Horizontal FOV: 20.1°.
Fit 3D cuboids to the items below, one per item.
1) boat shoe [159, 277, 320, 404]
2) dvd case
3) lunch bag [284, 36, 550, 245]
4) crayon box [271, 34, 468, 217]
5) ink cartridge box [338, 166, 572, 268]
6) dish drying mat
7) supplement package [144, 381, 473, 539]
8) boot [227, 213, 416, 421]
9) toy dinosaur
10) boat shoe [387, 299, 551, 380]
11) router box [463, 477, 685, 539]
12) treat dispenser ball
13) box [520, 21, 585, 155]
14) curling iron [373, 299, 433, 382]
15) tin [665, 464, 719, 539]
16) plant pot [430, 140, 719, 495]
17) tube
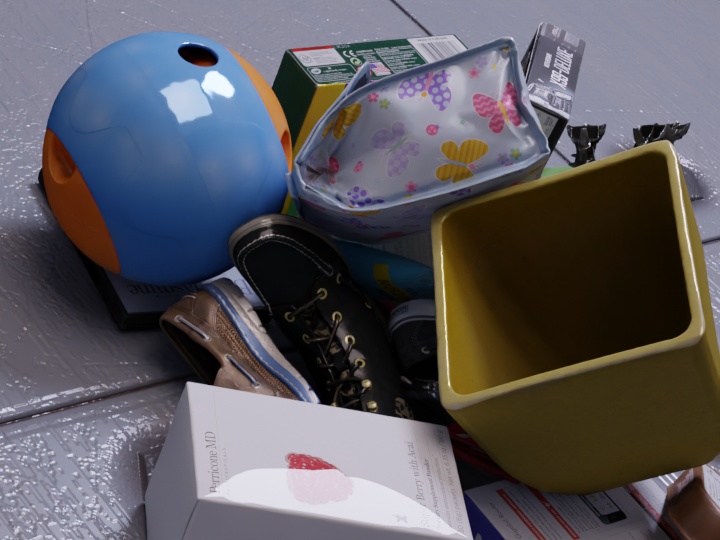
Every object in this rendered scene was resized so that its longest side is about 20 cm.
[{"bbox_3d":[-0.087,0.099,1.558,0.072,0.072,0.200,-24,59,-24],"label":"boat shoe"},{"bbox_3d":[-0.174,-0.023,1.712,0.142,0.018,0.200,-2,41,-34],"label":"dvd case"},{"bbox_3d":[0.038,-0.095,1.603,0.199,0.170,0.128,-19,81,0],"label":"lunch bag"},{"bbox_3d":[-0.004,-0.118,1.804,0.199,0.173,0.058,-10,48,-40],"label":"crayon box"},{"bbox_3d":[0.088,-0.040,1.737,0.198,0.060,0.104,-2,26,14],"label":"ink cartridge box"},{"bbox_3d":[0.130,0.117,1.643,0.076,0.018,0.200,21,23,16],"label":"dish drying mat"},{"bbox_3d":[-0.040,0.174,1.425,0.199,0.120,0.122,11,36,-18],"label":"supplement package"},{"bbox_3d":[-0.021,0.059,1.574,0.204,0.073,0.154,48,16,-44],"label":"boot"},{"bbox_3d":[0.224,-0.053,1.687,0.101,0.137,0.200,-1,6,2],"label":"toy dinosaur"},{"bbox_3d":[0.113,0.072,1.655,0.199,0.069,0.057,10,53,-23],"label":"boat shoe"},{"bbox_3d":[0.191,0.233,1.545,0.179,0.049,0.200,-9,45,-38],"label":"router box"},{"bbox_3d":[-0.153,-0.089,1.617,0.200,0.202,0.201,16,34,-11],"label":"treat dispenser ball"},{"bbox_3d":[0.136,-0.105,1.844,0.049,0.201,0.158,24,34,-3],"label":"box"},{"bbox_3d":[0.007,0.025,1.744,0.049,0.026,0.200,-4,42,-39],"label":"curling iron"},{"bbox_3d":[0.289,0.202,1.578,0.112,0.042,0.200,39,9,4],"label":"tin"},{"bbox_3d":[0.179,0.060,1.525,0.194,0.200,0.195,-16,46,16],"label":"plant pot"},{"bbox_3d":[0.000,0.000,1.674,0.199,0.051,0.077,10,-10,37],"label":"tube"}]
